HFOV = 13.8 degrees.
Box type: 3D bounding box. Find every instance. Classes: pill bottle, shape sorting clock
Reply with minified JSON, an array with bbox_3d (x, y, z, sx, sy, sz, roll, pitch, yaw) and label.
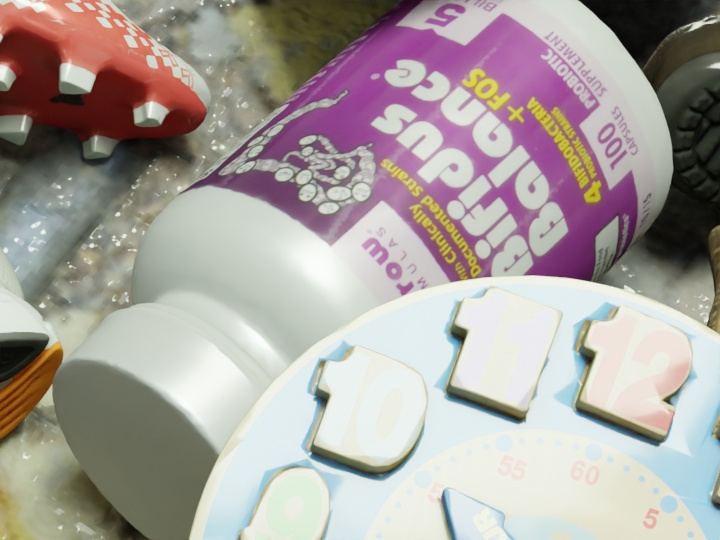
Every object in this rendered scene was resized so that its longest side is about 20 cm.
[{"bbox_3d":[0.000,0.000,0.929,0.112,0.112,0.200,39,58,12],"label":"pill bottle"},{"bbox_3d":[0.050,0.096,0.822,0.199,0.039,0.201,3,67,-7],"label":"shape sorting clock"}]

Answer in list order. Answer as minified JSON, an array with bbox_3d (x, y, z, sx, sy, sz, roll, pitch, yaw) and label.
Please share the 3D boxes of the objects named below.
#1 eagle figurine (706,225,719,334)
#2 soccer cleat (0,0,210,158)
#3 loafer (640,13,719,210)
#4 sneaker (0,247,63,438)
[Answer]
[{"bbox_3d":[0.178,0.070,0.936,0.200,0.151,0.152,35,97,-24],"label":"eagle figurine"},{"bbox_3d":[-0.132,-0.104,0.963,0.200,0.069,0.085,24,63,-22],"label":"soccer cleat"},{"bbox_3d":[0.162,-0.070,1.027,0.200,0.073,0.071,-7,48,-41],"label":"loafer"},{"bbox_3d":[-0.198,0.019,0.905,0.200,0.076,0.092,-7,52,-26],"label":"sneaker"}]
